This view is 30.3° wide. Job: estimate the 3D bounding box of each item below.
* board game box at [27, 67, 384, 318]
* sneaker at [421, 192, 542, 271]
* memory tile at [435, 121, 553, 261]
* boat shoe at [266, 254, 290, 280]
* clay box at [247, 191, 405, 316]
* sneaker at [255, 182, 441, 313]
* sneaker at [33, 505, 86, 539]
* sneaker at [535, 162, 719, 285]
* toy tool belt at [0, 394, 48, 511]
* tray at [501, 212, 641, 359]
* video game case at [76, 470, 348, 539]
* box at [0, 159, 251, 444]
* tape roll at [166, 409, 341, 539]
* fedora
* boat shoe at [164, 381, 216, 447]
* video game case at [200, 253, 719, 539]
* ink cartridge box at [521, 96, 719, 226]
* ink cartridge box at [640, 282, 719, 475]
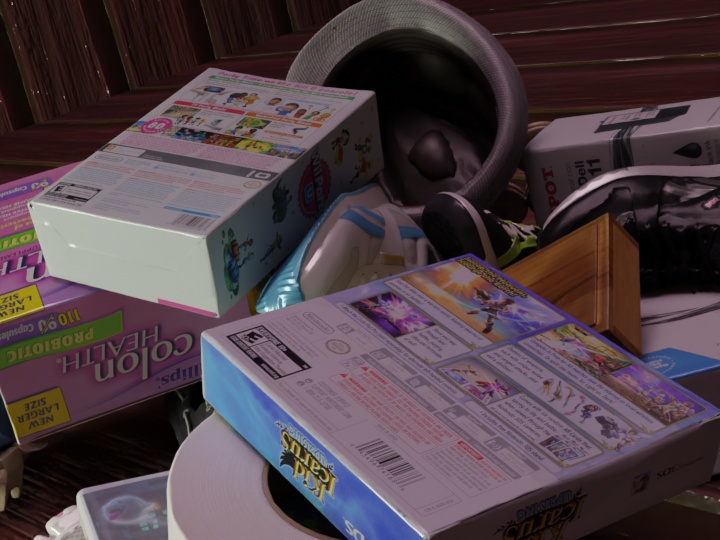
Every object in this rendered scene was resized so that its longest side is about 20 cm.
[{"bbox_3d":[-0.096,-0.059,0.885,0.147,0.065,0.200,13,39,30],"label":"board game box"},{"bbox_3d":[0.111,-0.013,0.913,0.083,0.200,0.072,-45,52,0],"label":"sneaker"},{"bbox_3d":[0.092,-0.047,1.116,0.199,0.154,0.017,-12,44,13],"label":"memory tile"},{"bbox_3d":[-0.050,-0.026,1.012,0.199,0.068,0.072,30,66,29],"label":"boat shoe"},{"bbox_3d":[-0.044,0.017,1.069,0.199,0.116,0.048,-14,-21,4],"label":"clay box"},{"bbox_3d":[0.000,0.000,0.857,0.077,0.081,0.200,-48,-5,25],"label":"sneaker"},{"bbox_3d":[-0.082,0.150,0.759,0.199,0.074,0.087,-19,26,-25],"label":"sneaker"},{"bbox_3d":[0.211,-0.026,0.837,0.199,0.076,0.088,-15,22,-4],"label":"sneaker"},{"bbox_3d":[-0.290,0.118,0.947,0.122,0.125,0.200,-18,16,17],"label":"toy tool belt"},{"bbox_3d":[0.079,0.050,0.817,0.199,0.037,0.099,-30,32,32],"label":"tray"},{"bbox_3d":[-0.025,0.147,0.664,0.199,0.023,0.182,-10,29,-20],"label":"video game case"},{"bbox_3d":[-0.190,0.005,0.958,0.175,0.097,0.200,-18,34,-13],"label":"box"},{"bbox_3d":[0.004,0.118,0.659,0.201,0.037,0.203,2,26,-1],"label":"tape roll"},{"bbox_3d":[0.043,-0.106,1.025,0.177,0.090,0.200,-45,64,0],"label":"fedora"},{"bbox_3d":[-0.100,0.102,0.932,0.072,0.063,0.200,-17,18,-16],"label":"boat shoe"},{"bbox_3d":[0.045,0.068,0.670,0.180,0.046,0.200,-16,33,-30],"label":"video game case"},{"bbox_3d":[0.232,-0.044,0.980,0.199,0.147,0.083,-5,19,33],"label":"ink cartridge box"},{"bbox_3d":[0.198,0.054,0.829,0.115,0.067,0.200,-15,17,1],"label":"ink cartridge box"}]
